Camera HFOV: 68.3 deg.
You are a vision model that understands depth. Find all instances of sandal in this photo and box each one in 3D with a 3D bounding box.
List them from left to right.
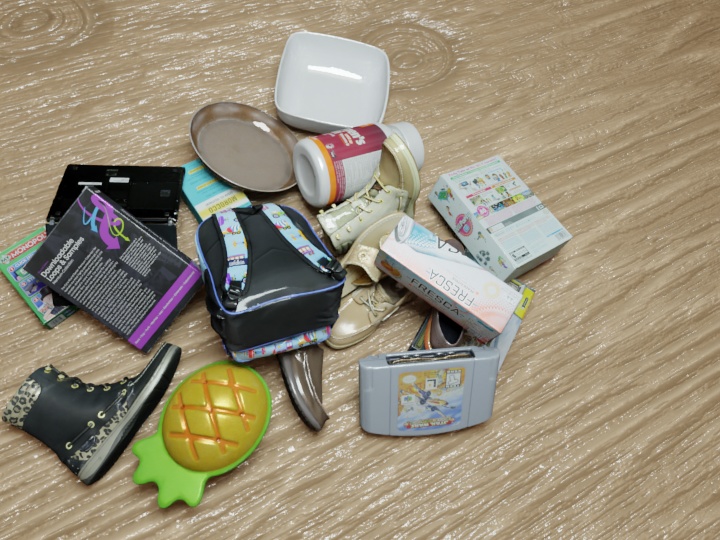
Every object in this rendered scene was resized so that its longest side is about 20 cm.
[{"bbox_3d":[0.003,0.003,0.800,0.211,0.078,0.070,-37,37,6],"label":"sandal"}]

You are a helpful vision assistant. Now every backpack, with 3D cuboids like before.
[{"bbox_3d":[-0.135,0.002,0.737,0.182,0.135,0.200,-15,48,-23],"label":"backpack"}]

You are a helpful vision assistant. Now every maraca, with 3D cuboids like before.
[{"bbox_3d":[-0.206,0.211,0.701,0.137,0.107,0.200,35,66,14],"label":"maraca"}]

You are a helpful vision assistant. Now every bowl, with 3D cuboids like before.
[{"bbox_3d":[-0.050,-0.327,0.969,0.199,0.075,0.201,9,67,-5],"label":"bowl"}]

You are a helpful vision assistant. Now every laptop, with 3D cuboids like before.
[{"bbox_3d":[-0.357,-0.058,0.797,0.176,0.104,0.201,0,48,-10],"label":"laptop"}]

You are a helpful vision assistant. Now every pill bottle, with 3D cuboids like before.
[{"bbox_3d":[-0.001,-0.180,0.870,0.199,0.110,0.110,-20,72,-25],"label":"pill bottle"}]

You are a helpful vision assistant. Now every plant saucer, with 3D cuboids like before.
[{"bbox_3d":[-0.188,-0.201,0.885,0.199,0.032,0.201,18,49,-22],"label":"plant saucer"}]

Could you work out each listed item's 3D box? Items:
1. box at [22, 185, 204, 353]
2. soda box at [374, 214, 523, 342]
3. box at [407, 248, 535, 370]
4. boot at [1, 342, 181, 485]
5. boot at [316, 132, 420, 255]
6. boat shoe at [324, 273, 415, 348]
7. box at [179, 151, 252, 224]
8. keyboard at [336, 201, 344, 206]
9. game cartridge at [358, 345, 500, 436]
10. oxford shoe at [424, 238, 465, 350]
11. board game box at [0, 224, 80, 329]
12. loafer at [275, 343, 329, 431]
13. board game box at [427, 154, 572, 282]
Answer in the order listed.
[{"bbox_3d":[-0.335,0.000,0.741,0.200,0.036,0.143,40,92,-16],"label":"box"},{"bbox_3d":[0.120,0.013,0.741,0.199,0.064,0.069,35,69,5],"label":"soda box"},{"bbox_3d":[0.181,0.081,0.858,0.136,0.038,0.201,31,66,5],"label":"box"},{"bbox_3d":[-0.355,0.158,0.712,0.153,0.074,0.204,31,73,2],"label":"boot"},{"bbox_3d":[0.008,-0.106,0.806,0.154,0.200,0.072,-25,63,-11],"label":"boot"},{"bbox_3d":[0.022,0.046,0.831,0.200,0.065,0.071,-37,78,-21],"label":"boat shoe"},{"bbox_3d":[-0.218,-0.090,0.855,0.082,0.049,0.200,-31,75,-20],"label":"box"},{"bbox_3d":[0.014,-0.134,0.930,0.127,0.021,0.200,-32,77,-20],"label":"keyboard"},{"bbox_3d":[0.097,0.175,0.759,0.199,0.134,0.042,-4,24,-6],"label":"game cartridge"},{"bbox_3d":[0.142,0.034,0.810,0.071,0.073,0.201,8,66,-5],"label":"oxford shoe"},{"bbox_3d":[-0.423,-0.026,0.805,0.200,0.029,0.135,-40,78,-21],"label":"board game box"},{"bbox_3d":[-0.083,0.132,0.772,0.071,0.073,0.201,-18,72,-15],"label":"loafer"},{"bbox_3d":[0.234,-0.091,0.901,0.147,0.064,0.201,-23,68,-30],"label":"board game box"}]
